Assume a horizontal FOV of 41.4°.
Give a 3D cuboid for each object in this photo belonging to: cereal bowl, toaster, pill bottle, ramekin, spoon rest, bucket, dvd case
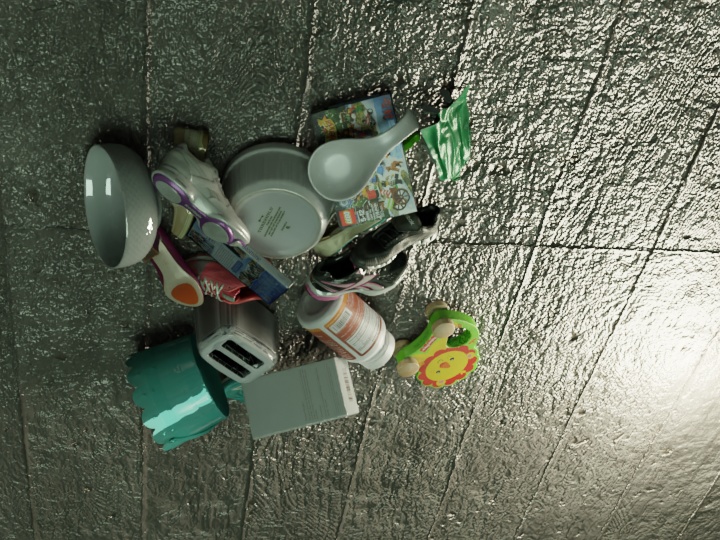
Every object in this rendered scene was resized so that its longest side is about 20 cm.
[{"bbox_3d":[-0.376,-0.108,1.535,0.082,0.201,0.202,-11,139,-33],"label":"cereal bowl"},{"bbox_3d":[-0.237,0.119,1.802,0.113,0.130,0.200,-33,129,19],"label":"toaster"},{"bbox_3d":[-0.023,0.107,1.844,0.112,0.113,0.200,-32,130,19],"label":"pill bottle"},{"bbox_3d":[-0.140,-0.109,1.618,0.199,0.095,0.204,-1,135,-1],"label":"ramekin"},{"bbox_3d":[0.004,-0.187,1.520,0.199,0.061,0.100,-34,105,11],"label":"spoon rest"},{"bbox_3d":[-0.348,0.229,1.839,0.133,0.208,0.208,-23,133,0],"label":"bucket"},{"bbox_3d":[-0.213,-0.022,1.645,0.199,0.018,0.143,40,158,-6],"label":"dvd case"}]

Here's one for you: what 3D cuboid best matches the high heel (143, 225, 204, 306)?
[{"bbox_3d":[-0.334,-0.022,1.681,0.067,0.097,0.201,-20,135,9],"label":"high heel"}]

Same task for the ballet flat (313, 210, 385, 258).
[{"bbox_3d":[-0.013,-0.092,1.699,0.199,0.070,0.069,-36,129,22],"label":"ballet flat"}]

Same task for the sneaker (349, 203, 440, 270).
[{"bbox_3d":[0.066,-0.069,1.678,0.198,0.067,0.091,-25,157,-29],"label":"sneaker"}]

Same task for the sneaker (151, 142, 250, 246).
[{"bbox_3d":[-0.237,-0.120,1.518,0.074,0.100,0.200,-9,136,42],"label":"sneaker"}]

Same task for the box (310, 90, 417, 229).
[{"bbox_3d":[0.007,-0.181,1.574,0.135,0.038,0.202,-13,108,6],"label":"box"}]

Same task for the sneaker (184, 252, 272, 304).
[{"bbox_3d":[-0.253,0.021,1.737,0.197,0.087,0.074,-2,133,-8],"label":"sneaker"}]

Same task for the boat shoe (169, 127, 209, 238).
[{"bbox_3d":[-0.300,-0.146,1.589,0.064,0.073,0.202,10,124,-13],"label":"boat shoe"}]

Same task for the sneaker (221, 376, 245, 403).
[{"bbox_3d":[-0.200,0.265,1.978,0.198,0.080,0.078,20,127,-25],"label":"sneaker"}]

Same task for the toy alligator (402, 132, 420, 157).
[{"bbox_3d":[0.012,-0.182,1.622,0.198,0.055,0.060,-20,133,8],"label":"toy alligator"}]

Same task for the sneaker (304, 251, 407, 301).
[{"bbox_3d":[0.000,0.000,1.736,0.198,0.081,0.087,-17,156,-20],"label":"sneaker"}]

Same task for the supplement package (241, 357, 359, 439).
[{"bbox_3d":[-0.118,0.249,1.874,0.197,0.119,0.117,-15,172,10],"label":"supplement package"}]

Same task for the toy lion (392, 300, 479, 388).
[{"bbox_3d":[0.175,0.166,1.977,0.190,0.069,0.201,16,127,-33],"label":"toy lion"}]

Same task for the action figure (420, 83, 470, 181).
[{"bbox_3d":[0.146,-0.215,1.606,0.118,0.055,0.201,-40,148,-14],"label":"action figure"}]
